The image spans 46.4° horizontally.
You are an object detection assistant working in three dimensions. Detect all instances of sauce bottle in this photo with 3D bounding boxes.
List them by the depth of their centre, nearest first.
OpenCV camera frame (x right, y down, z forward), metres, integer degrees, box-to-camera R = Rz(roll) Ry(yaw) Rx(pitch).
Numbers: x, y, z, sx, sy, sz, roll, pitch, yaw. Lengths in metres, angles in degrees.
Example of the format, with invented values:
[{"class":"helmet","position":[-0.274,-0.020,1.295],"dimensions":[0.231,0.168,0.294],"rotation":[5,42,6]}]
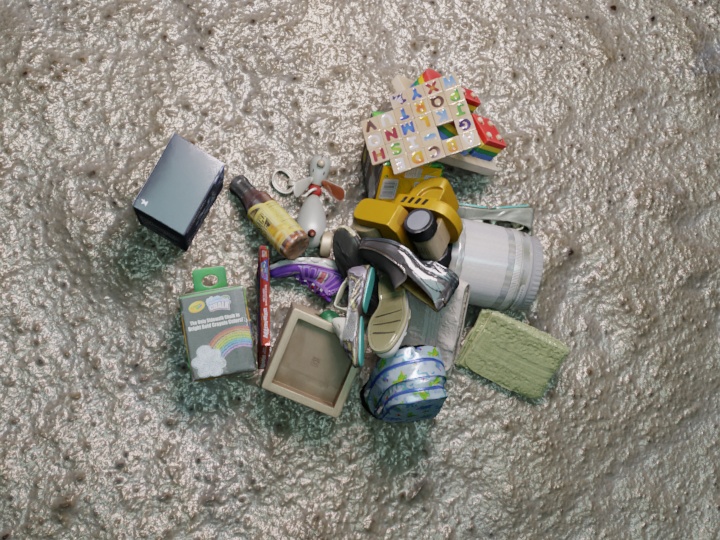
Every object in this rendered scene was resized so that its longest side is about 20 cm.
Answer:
[{"class":"sauce bottle","position":[-0.178,-0.105,1.599],"dimensions":[0.066,0.066,0.200],"rotation":[-40,63,-12]}]

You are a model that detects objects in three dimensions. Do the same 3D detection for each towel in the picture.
[{"class":"towel","position":[0.135,0.091,1.600],"dimensions":[0.034,0.131,0.203],"rotation":[-24,129,-47]},{"class":"towel","position":[0.301,0.165,1.671],"dimensions":[0.197,0.037,0.150],"rotation":[24,116,-5]}]

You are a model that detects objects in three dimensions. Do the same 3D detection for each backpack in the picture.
[{"class":"backpack","position":[0.091,0.212,1.556],"dimensions":[0.160,0.202,0.155],"rotation":[0,47,-12]}]

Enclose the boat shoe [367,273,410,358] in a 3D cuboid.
[{"class":"boat shoe","position":[0.061,0.091,1.532],"dimensions":[0.073,0.202,0.069],"rotation":[-8,128,19]}]

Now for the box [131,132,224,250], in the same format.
[{"class":"box","position":[-0.328,-0.138,1.535],"dimensions":[0.106,0.200,0.150],"rotation":[29,80,-6]}]

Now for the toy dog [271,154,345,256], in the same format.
[{"class":"toy dog","position":[-0.092,-0.126,1.630],"dimensions":[0.129,0.096,0.204],"rotation":[-12,86,-12]}]

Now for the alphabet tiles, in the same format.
[{"class":"alphabet tiles","position":[0.103,-0.264,1.533],"dimensions":[0.197,0.008,0.170],"rotation":[-18,63,6]}]

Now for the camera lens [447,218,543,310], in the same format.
[{"class":"camera lens","position":[0.239,-0.011,1.647],"dimensions":[0.196,0.160,0.163],"rotation":[11,82,-9]}]

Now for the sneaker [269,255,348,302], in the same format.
[{"class":"sneaker","position":[-0.081,0.016,1.628],"dimensions":[0.196,0.081,0.085],"rotation":[8,88,-10]}]

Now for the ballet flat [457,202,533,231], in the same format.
[{"class":"ballet flat","position":[0.260,-0.104,1.711],"dimensions":[0.196,0.067,0.065],"rotation":[1,90,-10]}]

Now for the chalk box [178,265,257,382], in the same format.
[{"class":"chalk box","position":[-0.267,0.096,1.561],"dimensions":[0.122,0.124,0.204],"rotation":[-8,84,-10]}]

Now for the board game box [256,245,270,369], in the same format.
[{"class":"board game box","position":[-0.180,0.068,1.553],"dimensions":[0.019,0.103,0.203],"rotation":[1,60,-9]}]

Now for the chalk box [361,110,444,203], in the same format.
[{"class":"chalk box","position":[0.075,-0.225,1.640],"dimensions":[0.121,0.125,0.202],"rotation":[2,48,-12]}]

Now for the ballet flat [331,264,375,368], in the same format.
[{"class":"ballet flat","position":[-0.017,0.082,1.517],"dimensions":[0.071,0.072,0.203],"rotation":[13,60,-9]}]

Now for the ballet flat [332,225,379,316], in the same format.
[{"class":"ballet flat","position":[0.000,0.000,1.605],"dimensions":[0.202,0.065,0.057],"rotation":[65,32,-24]}]

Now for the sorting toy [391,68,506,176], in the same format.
[{"class":"sorting toy","position":[0.180,-0.295,1.626],"dimensions":[0.197,0.069,0.202],"rotation":[6,51,-48]}]

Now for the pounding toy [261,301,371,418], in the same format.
[{"class":"pounding toy","position":[-0.068,0.149,1.599],"dimensions":[0.182,0.142,0.203],"rotation":[23,92,-8]}]

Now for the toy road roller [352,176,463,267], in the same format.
[{"class":"toy road roller","position":[0.099,-0.097,1.566],"dimensions":[0.197,0.123,0.147],"rotation":[12,60,35]}]

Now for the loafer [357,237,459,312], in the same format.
[{"class":"loafer","position":[0.077,0.003,1.513],"dimensions":[0.197,0.073,0.073],"rotation":[25,67,15]}]
